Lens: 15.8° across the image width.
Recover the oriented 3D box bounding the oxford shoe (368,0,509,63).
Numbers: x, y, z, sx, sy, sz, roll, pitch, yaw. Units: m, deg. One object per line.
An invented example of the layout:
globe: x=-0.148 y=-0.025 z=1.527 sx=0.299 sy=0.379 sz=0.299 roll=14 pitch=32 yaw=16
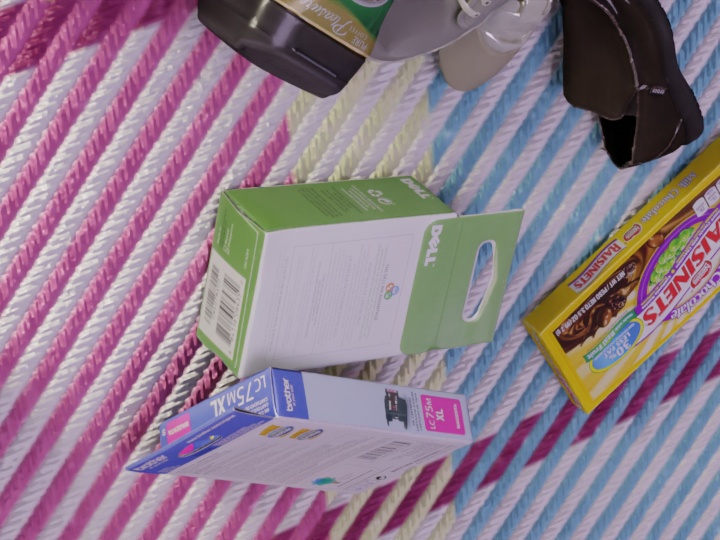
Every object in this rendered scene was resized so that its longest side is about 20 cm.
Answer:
oxford shoe: x=0.073 y=-0.186 z=1.544 sx=0.199 sy=0.058 sz=0.075 roll=-29 pitch=105 yaw=21

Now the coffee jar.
coffee jar: x=-0.007 y=-0.204 z=1.504 sx=0.104 sy=0.085 sz=0.201 roll=28 pitch=97 yaw=-47

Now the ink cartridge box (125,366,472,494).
ink cartridge box: x=-0.040 y=0.103 z=1.651 sx=0.199 sy=0.042 sz=0.119 roll=7 pitch=155 yaw=-41

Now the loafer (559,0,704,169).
loafer: x=0.164 y=-0.132 z=1.681 sx=0.071 sy=0.073 sz=0.200 roll=-44 pitch=134 yaw=-9

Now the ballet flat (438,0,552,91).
ballet flat: x=0.094 y=-0.195 z=1.598 sx=0.069 sy=0.069 sz=0.201 roll=-8 pitch=121 yaw=-33

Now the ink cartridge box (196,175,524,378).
ink cartridge box: x=0.000 y=0.000 z=1.649 sx=0.199 sy=0.059 sz=0.104 roll=-7 pitch=121 yaw=-33

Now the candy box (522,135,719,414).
candy box: x=0.209 y=0.003 z=1.831 sx=0.200 sy=0.026 sz=0.102 roll=-43 pitch=136 yaw=-8
